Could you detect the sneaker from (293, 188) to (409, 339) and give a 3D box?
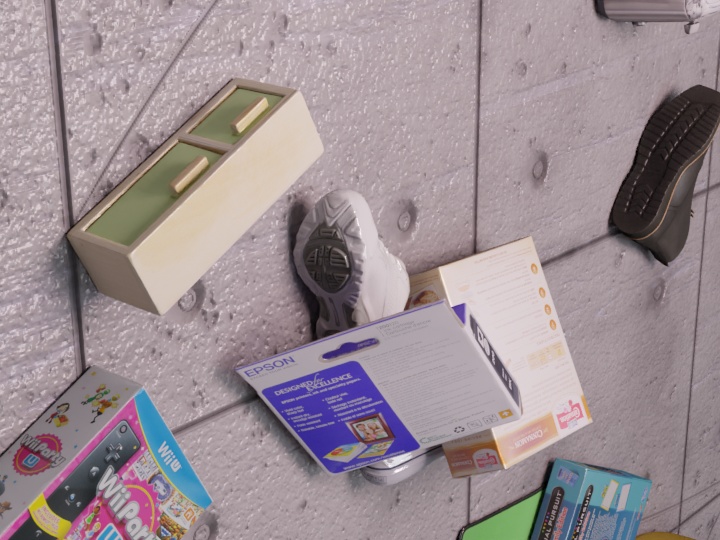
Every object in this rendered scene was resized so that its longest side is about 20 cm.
[{"bbox_3d":[0.000,0.000,1.246,0.099,0.078,0.200,-45,143,-39],"label":"sneaker"}]

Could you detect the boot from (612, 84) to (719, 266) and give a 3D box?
[{"bbox_3d":[0.384,-0.111,1.660,0.200,0.077,0.138,-56,144,0],"label":"boot"}]

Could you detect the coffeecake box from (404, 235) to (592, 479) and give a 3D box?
[{"bbox_3d":[0.130,0.083,1.356,0.153,0.073,0.200,-18,89,-46],"label":"coffeecake box"}]

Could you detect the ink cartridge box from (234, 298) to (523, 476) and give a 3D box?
[{"bbox_3d":[0.019,0.095,1.213,0.200,0.198,0.043,55,22,-47],"label":"ink cartridge box"}]

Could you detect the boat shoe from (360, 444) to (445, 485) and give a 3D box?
[{"bbox_3d":[0.080,0.143,1.379,0.200,0.073,0.067,-32,131,-38],"label":"boat shoe"}]

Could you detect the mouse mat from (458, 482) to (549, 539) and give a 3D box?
[{"bbox_3d":[0.171,0.345,1.615,0.200,0.008,0.161,-15,115,-48],"label":"mouse mat"}]

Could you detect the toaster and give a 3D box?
[{"bbox_3d":[0.329,-0.353,1.452,0.114,0.129,0.200,-24,120,-44],"label":"toaster"}]

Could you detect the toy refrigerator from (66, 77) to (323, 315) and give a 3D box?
[{"bbox_3d":[-0.125,-0.063,1.062,0.200,0.076,0.070,-47,134,-28],"label":"toy refrigerator"}]

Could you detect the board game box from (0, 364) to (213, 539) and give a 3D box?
[{"bbox_3d":[-0.222,0.195,1.052,0.200,0.064,0.148,-49,136,-28],"label":"board game box"}]

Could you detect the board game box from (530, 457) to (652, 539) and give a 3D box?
[{"bbox_3d":[0.280,0.317,1.697,0.200,0.047,0.151,20,87,-53],"label":"board game box"}]

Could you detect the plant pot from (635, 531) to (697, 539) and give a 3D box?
[{"bbox_3d":[0.442,0.457,1.842,0.200,0.195,0.195,-21,119,-53],"label":"plant pot"}]
